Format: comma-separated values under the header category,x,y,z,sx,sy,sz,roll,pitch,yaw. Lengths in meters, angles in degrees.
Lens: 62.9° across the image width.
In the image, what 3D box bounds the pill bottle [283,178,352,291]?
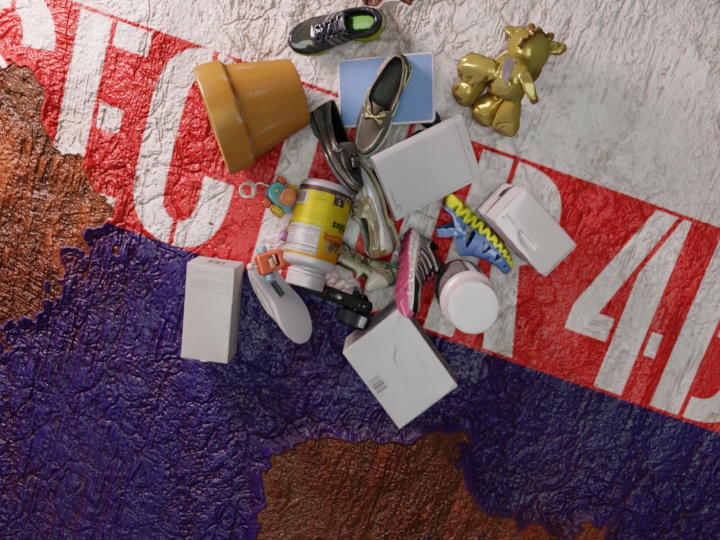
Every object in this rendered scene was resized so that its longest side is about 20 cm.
category,x,y,z,sx,sy,sz,roll,pitch,yaw
pill bottle,-0.087,-0.067,1.146,0.106,0.109,0.205,13,87,0

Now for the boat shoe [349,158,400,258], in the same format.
category,x,y,z,sx,sy,sz,roll,pitch,yaw
boat shoe,0.013,-0.123,1.185,0.067,0.075,0.204,-25,92,-15

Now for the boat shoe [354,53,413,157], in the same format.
category,x,y,z,sx,sy,sz,roll,pitch,yaw
boat shoe,0.037,-0.318,1.134,0.071,0.060,0.205,28,104,9

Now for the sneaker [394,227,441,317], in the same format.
category,x,y,z,sx,sy,sz,roll,pitch,yaw
sneaker,0.122,0.008,1.178,0.086,0.204,0.074,18,142,-14

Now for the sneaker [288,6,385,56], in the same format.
category,x,y,z,sx,sy,sz,roll,pitch,yaw
sneaker,-0.048,-0.469,1.133,0.195,0.081,0.076,-15,99,5

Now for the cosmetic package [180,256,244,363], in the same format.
category,x,y,z,sx,sy,sz,roll,pitch,yaw
cosmetic package,-0.312,0.082,1.242,0.105,0.085,0.206,9,101,1

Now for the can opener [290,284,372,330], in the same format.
category,x,y,z,sx,sy,sz,roll,pitch,yaw
can opener,-0.062,0.052,1.213,0.196,0.064,0.080,24,77,17

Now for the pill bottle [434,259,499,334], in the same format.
category,x,y,z,sx,sy,sz,roll,pitch,yaw
pill bottle,0.207,0.051,1.156,0.111,0.200,0.117,0,101,3

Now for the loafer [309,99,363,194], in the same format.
category,x,y,z,sx,sy,sz,roll,pitch,yaw
loafer,-0.040,-0.244,1.142,0.062,0.071,0.203,-36,68,23

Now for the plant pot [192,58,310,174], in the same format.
category,x,y,z,sx,sy,sz,roll,pitch,yaw
plant pot,-0.199,-0.311,1.124,0.179,0.200,0.205,-20,99,-10

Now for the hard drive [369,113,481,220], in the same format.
category,x,y,z,sx,sy,sz,roll,pitch,yaw
hard drive,0.131,-0.202,1.157,0.196,0.027,0.134,-26,110,-6

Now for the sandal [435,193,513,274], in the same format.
category,x,y,z,sx,sy,sz,roll,pitch,yaw
sandal,0.229,-0.062,1.203,0.200,0.079,0.087,44,103,3

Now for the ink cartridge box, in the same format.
category,x,y,z,sx,sy,sz,roll,pitch,yaw
ink cartridge box,0.310,-0.084,1.127,0.084,0.200,0.145,-44,96,10

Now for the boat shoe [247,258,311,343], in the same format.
category,x,y,z,sx,sy,sz,roll,pitch,yaw
boat shoe,-0.175,0.067,1.242,0.072,0.065,0.202,-39,95,-28

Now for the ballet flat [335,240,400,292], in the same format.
category,x,y,z,sx,sy,sz,roll,pitch,yaw
ballet flat,0.000,0.000,1.219,0.196,0.068,0.076,27,60,-1

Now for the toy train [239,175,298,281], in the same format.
category,x,y,z,sx,sy,sz,roll,pitch,yaw
toy train,-0.169,-0.089,1.189,0.147,0.055,0.205,-16,98,-28

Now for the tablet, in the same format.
category,x,y,z,sx,sy,sz,roll,pitch,yaw
tablet,0.050,-0.355,1.164,0.194,0.014,0.134,0,98,15

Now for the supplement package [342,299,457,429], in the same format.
category,x,y,z,sx,sy,sz,roll,pitch,yaw
supplement package,0.081,0.189,1.232,0.154,0.111,0.202,-36,96,8

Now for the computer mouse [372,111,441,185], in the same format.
category,x,y,z,sx,sy,sz,roll,pitch,yaw
computer mouse,0.103,-0.227,1.185,0.200,0.053,0.139,-43,97,9

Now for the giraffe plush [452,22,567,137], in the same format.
category,x,y,z,sx,sy,sz,roll,pitch,yaw
giraffe plush,0.289,-0.383,1.109,0.172,0.200,0.163,41,71,-2
